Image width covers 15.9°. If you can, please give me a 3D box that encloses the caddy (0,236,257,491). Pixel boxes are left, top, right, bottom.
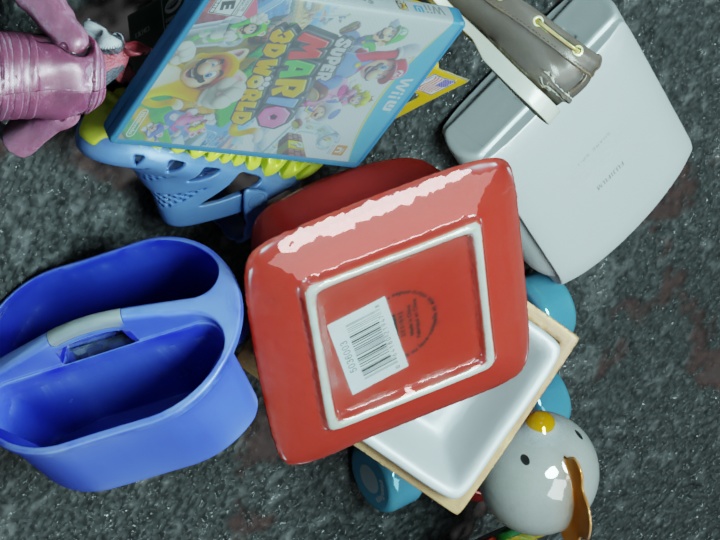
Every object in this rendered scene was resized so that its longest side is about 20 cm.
[{"bbox_3d":[-0.161,0.059,1.703,0.199,0.142,0.105,-18,144,14],"label":"caddy"}]

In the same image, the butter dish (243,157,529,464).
[{"bbox_3d":[0.000,0.000,1.767,0.198,0.148,0.201,-21,132,-14],"label":"butter dish"}]

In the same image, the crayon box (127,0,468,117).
[{"bbox_3d":[-0.040,-0.148,1.709,0.125,0.052,0.199,-25,152,35],"label":"crayon box"}]

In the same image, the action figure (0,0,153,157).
[{"bbox_3d":[-0.216,-0.123,1.558,0.199,0.149,0.135,-7,117,-22],"label":"action figure"}]

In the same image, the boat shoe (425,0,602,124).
[{"bbox_3d":[0.078,-0.188,1.734,0.059,0.200,0.072,-43,164,5],"label":"boat shoe"}]

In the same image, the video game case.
[{"bbox_3d":[-0.047,-0.125,1.641,0.199,0.018,0.143,4,138,-38],"label":"video game case"}]

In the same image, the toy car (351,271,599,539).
[{"bbox_3d":[0.122,0.127,1.984,0.183,0.200,0.178,-23,131,-29],"label":"toy car"}]

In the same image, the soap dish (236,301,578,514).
[{"bbox_3d":[0.033,0.056,1.881,0.199,0.081,0.158,34,94,-4],"label":"soap dish"}]

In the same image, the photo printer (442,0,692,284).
[{"bbox_3d":[0.164,-0.092,1.966,0.166,0.069,0.200,-45,138,-8],"label":"photo printer"}]

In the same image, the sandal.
[{"bbox_3d":[-0.112,-0.066,1.736,0.199,0.079,0.087,12,114,-44],"label":"sandal"}]

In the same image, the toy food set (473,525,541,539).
[{"bbox_3d":[0.070,0.253,2.062,0.197,0.049,0.200,-22,175,-33],"label":"toy food set"}]
